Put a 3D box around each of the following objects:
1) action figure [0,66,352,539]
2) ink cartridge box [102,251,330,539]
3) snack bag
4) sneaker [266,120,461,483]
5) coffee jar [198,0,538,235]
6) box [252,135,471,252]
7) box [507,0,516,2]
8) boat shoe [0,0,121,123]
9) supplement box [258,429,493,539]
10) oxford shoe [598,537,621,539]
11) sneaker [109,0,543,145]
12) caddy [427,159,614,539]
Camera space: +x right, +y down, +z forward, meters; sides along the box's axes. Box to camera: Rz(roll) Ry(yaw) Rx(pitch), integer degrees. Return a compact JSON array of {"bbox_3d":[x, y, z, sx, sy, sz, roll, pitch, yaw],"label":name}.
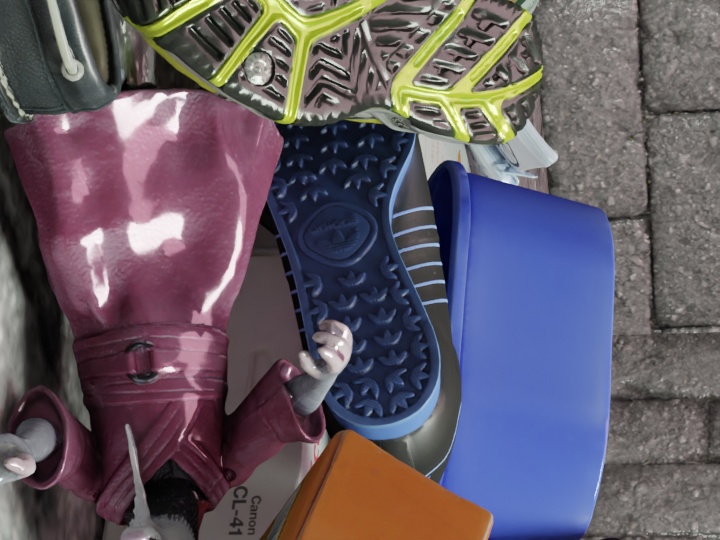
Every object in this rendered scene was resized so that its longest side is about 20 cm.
[{"bbox_3d":[-0.083,0.030,0.685,0.149,0.133,0.201,160,-72,-72],"label":"action figure"},{"bbox_3d":[-0.044,0.102,0.858,0.200,0.085,0.148,71,20,-56],"label":"ink cartridge box"},{"bbox_3d":[0.041,-0.124,1.142,0.189,0.021,0.200,51,-6,-7],"label":"snack bag"},{"bbox_3d":[0.000,0.000,0.770,0.078,0.070,0.201,78,5,-53],"label":"sneaker"},{"bbox_3d":[0.000,-0.102,0.920,0.200,0.104,0.085,-51,-179,-34],"label":"coffee jar"},{"bbox_3d":[-0.001,-0.036,1.072,0.200,0.106,0.153,69,21,-62],"label":"box"},{"bbox_3d":[0.006,-0.166,0.787,0.164,0.021,0.200,51,-9,1],"label":"box"},{"bbox_3d":[-0.111,-0.148,0.592,0.076,0.060,0.201,-63,150,-71],"label":"boat shoe"},{"bbox_3d":[-0.029,0.148,0.695,0.200,0.066,0.069,-56,-174,43],"label":"supplement box"},{"bbox_3d":[0.050,0.195,0.813,0.071,0.200,0.071,53,26,-9],"label":"oxford shoe"},{"bbox_3d":[-0.022,-0.087,0.697,0.200,0.076,0.076,17,86,-43],"label":"sneaker"},{"bbox_3d":[0.045,0.049,0.852,0.141,0.104,0.201,117,-18,-60],"label":"caddy"}]
